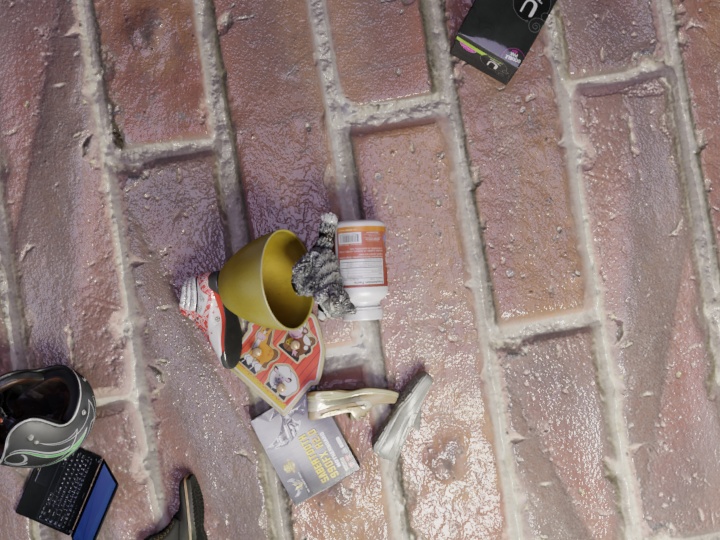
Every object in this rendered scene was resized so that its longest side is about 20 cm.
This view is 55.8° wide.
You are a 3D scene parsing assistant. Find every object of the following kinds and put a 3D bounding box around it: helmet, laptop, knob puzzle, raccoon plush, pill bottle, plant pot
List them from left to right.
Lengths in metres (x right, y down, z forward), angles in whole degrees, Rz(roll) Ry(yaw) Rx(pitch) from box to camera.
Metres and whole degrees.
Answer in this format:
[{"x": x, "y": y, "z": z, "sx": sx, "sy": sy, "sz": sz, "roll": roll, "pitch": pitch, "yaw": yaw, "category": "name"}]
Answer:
[{"x": -0.627, "y": 0.289, "z": 1.347, "sx": 0.199, "sy": 0.190, "sz": 0.202, "roll": 1, "pitch": 92, "yaw": 43, "category": "helmet"}, {"x": -0.601, "y": 0.465, "z": 1.386, "sx": 0.198, "sy": 0.103, "sz": 0.179, "roll": 23, "pitch": 88, "yaw": 0, "category": "laptop"}, {"x": -0.202, "y": 0.027, "z": 1.372, "sx": 0.141, "sy": 0.200, "sz": 0.202, "roll": -8, "pitch": 89, "yaw": 25, "category": "plant pot"}, {"x": -0.161, "y": 0.168, "z": 1.412, "sx": 0.217, "sy": 0.030, "sz": 0.222, "roll": -2, "pitch": 75, "yaw": 7, "category": "knob puzzle"}, {"x": -0.058, "y": -0.003, "z": 1.314, "sx": 0.096, "sy": 0.133, "sz": 0.202, "roll": -5, "pitch": 109, "yaw": -43, "category": "raccoon plush"}, {"x": 0.000, "y": 0.000, "z": 1.400, "sx": 0.111, "sy": 0.112, "sz": 0.202, "roll": -2, "pitch": 90, "yaw": -1, "category": "pill bottle"}]

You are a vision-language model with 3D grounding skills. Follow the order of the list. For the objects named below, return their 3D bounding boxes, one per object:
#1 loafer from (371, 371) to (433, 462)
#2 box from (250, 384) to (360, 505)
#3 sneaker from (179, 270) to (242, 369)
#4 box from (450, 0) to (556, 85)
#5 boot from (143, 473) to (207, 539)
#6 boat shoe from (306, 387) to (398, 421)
[{"x": 0.098, "y": 0.306, "z": 1.421, "sx": 0.069, "sy": 0.070, "sz": 0.201, "roll": 31, "pitch": 95, "yaw": -7, "category": "loafer"}, {"x": -0.115, "y": 0.361, "z": 1.423, "sx": 0.157, "sy": 0.048, "sz": 0.201, "roll": -28, "pitch": 89, "yaw": -2, "category": "box"}, {"x": -0.313, "y": 0.105, "z": 1.409, "sx": 0.107, "sy": 0.067, "sz": 0.204, "roll": -7, "pitch": 93, "yaw": 25, "category": "sneaker"}, {"x": 0.300, "y": -0.519, "z": 1.406, "sx": 0.148, "sy": 0.124, "sz": 0.201, "roll": 30, "pitch": 90, "yaw": 1, "category": "box"}, {"x": -0.396, "y": 0.530, "z": 1.406, "sx": 0.137, "sy": 0.077, "sz": 0.202, "roll": -6, "pitch": 88, "yaw": 4, "category": "boot"}, {"x": -0.015, "y": 0.275, "z": 1.395, "sx": 0.198, "sy": 0.072, "sz": 0.066, "roll": 2, "pitch": 78, "yaw": -22, "category": "boat shoe"}]
